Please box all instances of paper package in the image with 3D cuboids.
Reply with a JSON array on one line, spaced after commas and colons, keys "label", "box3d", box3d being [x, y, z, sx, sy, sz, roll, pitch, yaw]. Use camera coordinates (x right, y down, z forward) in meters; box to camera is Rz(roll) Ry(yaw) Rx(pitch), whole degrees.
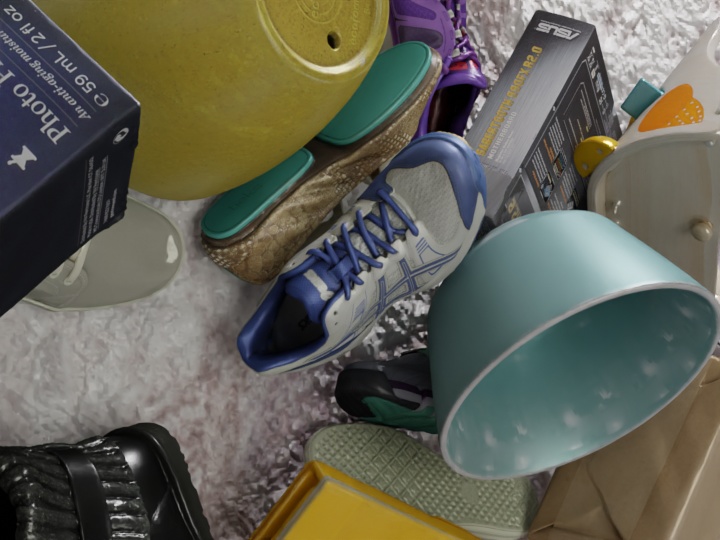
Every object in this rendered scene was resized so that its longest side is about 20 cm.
[{"label": "paper package", "box3d": [0.230, 0.169, 1.075, 0.192, 0.103, 0.200, -64, 151, -14]}]

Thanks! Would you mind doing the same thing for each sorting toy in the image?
[{"label": "sorting toy", "box3d": [0.236, -0.089, 1.021, 0.180, 0.106, 0.201, -58, 152, -37]}]

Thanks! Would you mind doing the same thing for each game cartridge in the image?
[{"label": "game cartridge", "box3d": [-0.010, 0.231, 0.936, 0.200, 0.032, 0.177, 31, 100, -39]}]

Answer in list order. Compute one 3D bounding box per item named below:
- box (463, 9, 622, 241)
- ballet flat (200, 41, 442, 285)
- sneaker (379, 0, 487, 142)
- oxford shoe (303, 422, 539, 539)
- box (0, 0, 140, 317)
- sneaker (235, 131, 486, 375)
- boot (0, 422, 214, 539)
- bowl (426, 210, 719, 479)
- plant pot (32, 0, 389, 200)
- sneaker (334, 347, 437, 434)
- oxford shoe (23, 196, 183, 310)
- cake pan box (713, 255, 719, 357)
[{"label": "box", "box3d": [0.130, -0.061, 0.995, 0.159, 0.048, 0.200, -60, 151, -16]}, {"label": "ballet flat", "box3d": [-0.018, -0.066, 0.906, 0.200, 0.070, 0.065, -41, 130, -9]}, {"label": "sneaker", "box3d": [0.057, -0.153, 0.951, 0.080, 0.083, 0.202, -3, 97, -39]}, {"label": "oxford shoe", "box3d": [0.039, 0.159, 0.991, 0.199, 0.058, 0.076, 19, 56, -32]}, {"label": "box", "box3d": [-0.241, -0.057, 0.640, 0.200, 0.123, 0.198, 42, 64, 6]}, {"label": "sneaker", "box3d": [0.000, 0.000, 0.856, 0.075, 0.200, 0.088, 46, 30, 12]}, {"label": "boot", "box3d": [-0.139, 0.188, 0.773, 0.212, 0.079, 0.158, 63, 22, 9]}, {"label": "bowl", "box3d": [0.122, 0.037, 0.910, 0.200, 0.105, 0.201, -19, 146, -13]}, {"label": "plant pot", "box3d": [-0.067, -0.147, 0.793, 0.199, 0.141, 0.202, 5, 82, -44]}, {"label": "sneaker", "box3d": [0.054, 0.071, 0.995, 0.199, 0.074, 0.088, 21, 69, -48]}, {"label": "oxford shoe", "box3d": [-0.181, -0.017, 0.783, 0.199, 0.058, 0.076, 12, 85, -41]}, {"label": "cake pan box", "box3d": [0.304, -0.005, 1.135, 0.200, 0.052, 0.185, 37, 58, -15]}]
